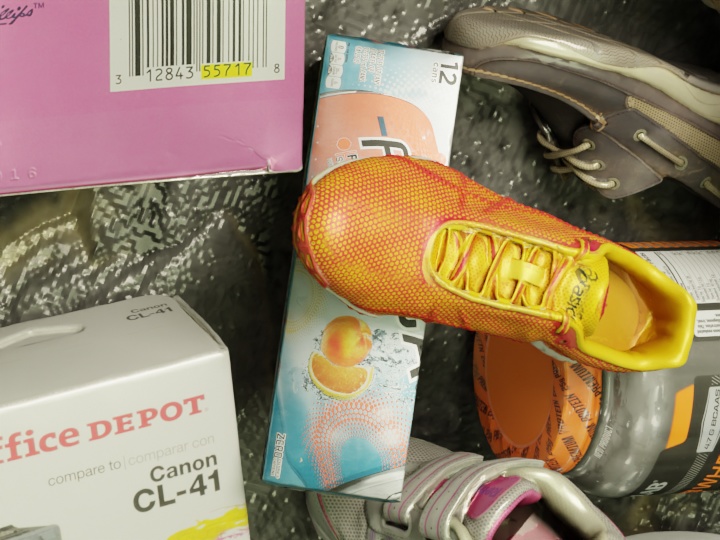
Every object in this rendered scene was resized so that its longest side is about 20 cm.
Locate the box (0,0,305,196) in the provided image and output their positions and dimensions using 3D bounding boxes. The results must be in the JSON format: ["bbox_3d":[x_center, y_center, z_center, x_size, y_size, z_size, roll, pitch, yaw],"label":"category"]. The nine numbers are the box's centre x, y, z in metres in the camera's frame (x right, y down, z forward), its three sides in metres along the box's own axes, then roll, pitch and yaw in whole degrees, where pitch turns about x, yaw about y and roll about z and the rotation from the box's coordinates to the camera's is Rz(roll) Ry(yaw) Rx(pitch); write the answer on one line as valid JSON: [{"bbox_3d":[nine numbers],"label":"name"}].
[{"bbox_3d":[-0.137,-0.102,0.955,0.175,0.200,0.097,-6,109,-22],"label":"box"}]

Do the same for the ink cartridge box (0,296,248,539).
[{"bbox_3d":[-0.127,0.129,1.097,0.147,0.086,0.201,-14,114,-20],"label":"ink cartridge box"}]

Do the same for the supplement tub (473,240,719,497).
[{"bbox_3d":[0.163,0.046,1.190,0.199,0.123,0.123,-2,108,-24],"label":"supplement tub"}]

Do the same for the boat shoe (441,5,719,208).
[{"bbox_3d":[0.123,-0.069,1.160,0.199,0.074,0.074,15,100,-27],"label":"boat shoe"}]

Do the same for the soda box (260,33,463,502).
[{"bbox_3d":[0.000,0.000,1.089,0.063,0.068,0.201,8,86,-3],"label":"soda box"}]

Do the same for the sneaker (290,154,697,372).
[{"bbox_3d":[0.061,-0.005,1.033,0.199,0.077,0.073,14,85,-34],"label":"sneaker"}]

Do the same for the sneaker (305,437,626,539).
[{"bbox_3d":[0.056,0.116,1.127,0.081,0.200,0.088,-50,147,-28],"label":"sneaker"}]

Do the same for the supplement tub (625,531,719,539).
[{"bbox_3d":[0.166,0.248,1.247,0.145,0.145,0.201,-4,109,-23],"label":"supplement tub"}]

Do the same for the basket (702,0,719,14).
[{"bbox_3d":[0.177,-0.200,1.089,0.123,0.136,0.200,-42,133,1],"label":"basket"}]
